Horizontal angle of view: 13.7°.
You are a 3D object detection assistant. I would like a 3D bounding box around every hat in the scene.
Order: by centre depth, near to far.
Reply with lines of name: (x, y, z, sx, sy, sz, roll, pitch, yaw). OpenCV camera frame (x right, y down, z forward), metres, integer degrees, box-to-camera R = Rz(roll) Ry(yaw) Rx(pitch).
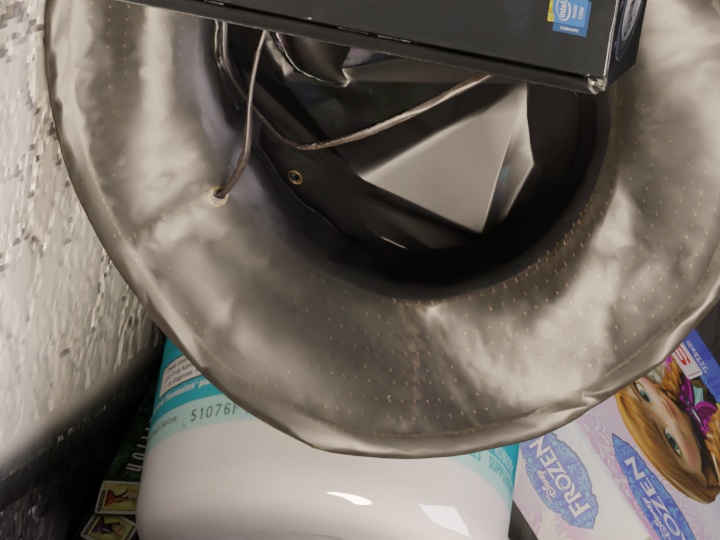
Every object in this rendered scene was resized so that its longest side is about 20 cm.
hat: (0.011, -0.052, 0.825, 0.081, 0.199, 0.202, -94, -167, -76)

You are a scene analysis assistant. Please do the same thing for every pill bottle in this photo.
pill bottle: (0.000, 0.000, 0.914, 0.111, 0.110, 0.201, 74, 22, -62)

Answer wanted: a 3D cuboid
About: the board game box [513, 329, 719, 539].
board game box: (0.097, 0.051, 1.204, 0.041, 0.200, 0.199, -36, 172, 21)

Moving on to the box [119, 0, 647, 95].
box: (0.002, -0.156, 0.715, 0.044, 0.159, 0.201, -39, 140, -70)

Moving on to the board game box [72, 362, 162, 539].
board game box: (-0.048, 0.056, 0.988, 0.105, 0.023, 0.200, 90, 19, -48)

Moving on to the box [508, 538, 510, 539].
box: (0.051, 0.134, 1.110, 0.041, 0.200, 0.039, -41, 180, 41)

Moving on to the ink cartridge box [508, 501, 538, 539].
ink cartridge box: (0.019, 0.165, 1.211, 0.200, 0.085, 0.148, -65, 163, -47)
